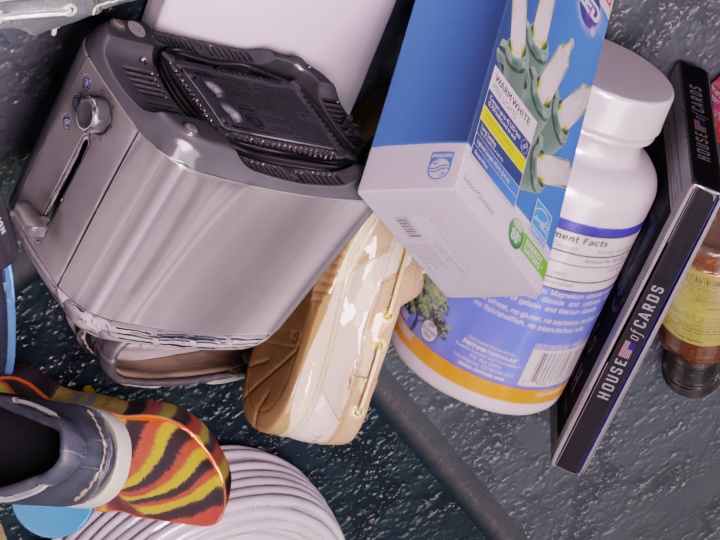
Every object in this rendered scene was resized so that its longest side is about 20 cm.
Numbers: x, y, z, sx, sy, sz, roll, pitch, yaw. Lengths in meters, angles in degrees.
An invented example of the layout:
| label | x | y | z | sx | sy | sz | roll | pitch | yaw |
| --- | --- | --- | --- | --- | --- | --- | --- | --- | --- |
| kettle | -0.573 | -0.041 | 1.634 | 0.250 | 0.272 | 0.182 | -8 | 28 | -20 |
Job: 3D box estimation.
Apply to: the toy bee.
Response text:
| label | x | y | z | sx | sy | sz | roll | pitch | yaw |
| --- | --- | --- | --- | --- | --- | --- | --- | --- | --- |
| toy bee | -0.170 | 0.089 | 1.284 | 0.199 | 0.131 | 0.110 | -6 | 101 | -19 |

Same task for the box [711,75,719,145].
| label | x | y | z | sx | sy | sz | roll | pitch | yaw |
| --- | --- | --- | --- | --- | --- | --- | --- | --- | --- |
| box | 0.292 | -0.051 | 1.367 | 0.095 | 0.200 | 0.100 | -45 | 136 | 10 |

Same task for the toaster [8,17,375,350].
| label | x | y | z | sx | sy | sz | roll | pitch | yaw |
| --- | --- | --- | --- | --- | --- | --- | --- | --- | --- |
| toaster | -0.079 | -0.038 | 1.184 | 0.199 | 0.114 | 0.129 | 6 | 129 | -47 |

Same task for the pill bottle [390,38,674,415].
| label | x | y | z | sx | sy | sz | roll | pitch | yaw |
| --- | --- | --- | --- | --- | --- | --- | --- | --- | --- |
| pill bottle | 0.099 | -0.029 | 1.334 | 0.111 | 0.112 | 0.201 | 4 | 121 | -33 |

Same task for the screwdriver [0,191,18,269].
| label | x | y | z | sx | sy | sz | roll | pitch | yaw |
| --- | --- | --- | --- | --- | --- | --- | --- | --- | --- |
| screwdriver | -0.194 | -0.082 | 1.095 | 0.029 | 0.028 | 0.201 | -23 | 128 | -16 |

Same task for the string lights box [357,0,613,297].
| label | x | y | z | sx | sy | sz | roll | pitch | yaw |
| --- | --- | --- | --- | --- | --- | --- | --- | --- | --- |
| string lights box | 0.068 | -0.098 | 1.207 | 0.059 | 0.201 | 0.103 | -1 | 149 | 32 |

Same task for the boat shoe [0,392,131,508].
| label | x | y | z | sx | sy | sz | roll | pitch | yaw |
| --- | --- | --- | --- | --- | --- | --- | --- | --- | --- |
| boat shoe | -0.214 | 0.092 | 1.220 | 0.062 | 0.199 | 0.075 | 24 | 74 | -60 |

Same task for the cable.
| label | x | y | z | sx | sy | sz | roll | pitch | yaw |
| --- | --- | --- | --- | --- | --- | --- | --- | --- | --- |
| cable | -0.102 | 0.199 | 1.444 | 0.199 | 0.069 | 0.201 | -24 | 136 | -15 |

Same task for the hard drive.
| label | x | y | z | sx | sy | sz | roll | pitch | yaw |
| --- | --- | --- | --- | --- | --- | --- | --- | --- | --- |
| hard drive | -0.041 | -0.146 | 1.212 | 0.131 | 0.027 | 0.201 | 2 | 126 | -32 |

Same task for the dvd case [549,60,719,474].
| label | x | y | z | sx | sy | sz | roll | pitch | yaw |
| --- | --- | --- | --- | --- | --- | --- | --- | --- | --- |
| dvd case | 0.156 | -0.002 | 1.374 | 0.025 | 0.151 | 0.201 | 19 | 120 | -8 |

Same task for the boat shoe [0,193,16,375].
| label | x | y | z | sx | sy | sz | roll | pitch | yaw |
| --- | --- | --- | --- | --- | --- | --- | --- | --- | --- |
| boat shoe | -0.214 | -0.035 | 1.184 | 0.068 | 0.084 | 0.201 | -12 | 117 | -11 |

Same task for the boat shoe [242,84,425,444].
| label | x | y | z | sx | sy | sz | roll | pitch | yaw |
| --- | --- | --- | --- | --- | --- | --- | --- | --- | --- |
| boat shoe | 0.000 | 0.000 | 1.296 | 0.069 | 0.074 | 0.201 | 22 | 89 | -33 |

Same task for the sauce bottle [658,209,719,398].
| label | x | y | z | sx | sy | sz | roll | pitch | yaw |
| --- | --- | --- | --- | --- | --- | --- | --- | --- | --- |
| sauce bottle | 0.211 | 0.017 | 1.458 | 0.066 | 0.066 | 0.200 | -22 | 152 | -12 |

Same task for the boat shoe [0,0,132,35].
| label | x | y | z | sx | sy | sz | roll | pitch | yaw |
| --- | --- | --- | --- | --- | --- | --- | --- | --- | --- |
| boat shoe | -0.156 | -0.145 | 1.118 | 0.199 | 0.073 | 0.062 | -5 | 139 | -22 |

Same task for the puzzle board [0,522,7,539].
| label | x | y | z | sx | sy | sz | roll | pitch | yaw |
| --- | --- | --- | --- | --- | --- | --- | --- | --- | --- |
| puzzle board | -0.266 | 0.238 | 1.428 | 0.150 | 0.017 | 0.201 | -21 | 135 | -12 |

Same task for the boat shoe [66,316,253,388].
| label | x | y | z | sx | sy | sz | roll | pitch | yaw |
| --- | --- | --- | --- | --- | --- | --- | --- | --- | --- |
| boat shoe | -0.064 | 0.031 | 1.330 | 0.199 | 0.060 | 0.074 | 2 | 125 | -32 |
